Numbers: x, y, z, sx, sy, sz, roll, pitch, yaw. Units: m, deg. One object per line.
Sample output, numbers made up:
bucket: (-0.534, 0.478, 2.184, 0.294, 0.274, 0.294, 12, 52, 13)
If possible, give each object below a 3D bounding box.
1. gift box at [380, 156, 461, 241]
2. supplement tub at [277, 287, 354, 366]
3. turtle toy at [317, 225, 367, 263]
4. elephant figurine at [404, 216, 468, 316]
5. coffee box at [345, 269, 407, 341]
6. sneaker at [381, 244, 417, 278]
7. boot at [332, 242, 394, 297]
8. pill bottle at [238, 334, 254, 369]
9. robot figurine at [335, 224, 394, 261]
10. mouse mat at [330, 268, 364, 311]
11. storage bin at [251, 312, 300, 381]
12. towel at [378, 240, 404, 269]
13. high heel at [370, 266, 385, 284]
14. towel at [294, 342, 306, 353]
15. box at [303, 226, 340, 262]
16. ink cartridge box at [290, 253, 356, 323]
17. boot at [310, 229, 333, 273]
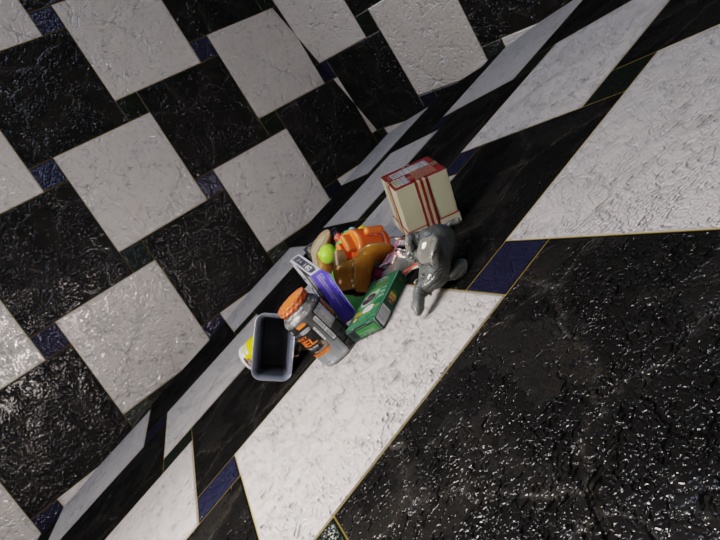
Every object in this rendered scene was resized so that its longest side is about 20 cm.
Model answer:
gift box: (0.159, -0.192, 1.520, 0.197, 0.189, 0.185, -23, 27, 2)
supplement tub: (-0.119, 0.148, 1.419, 0.122, 0.200, 0.123, -41, 14, 13)
turtle toy: (-0.054, -0.077, 1.835, 0.198, 0.148, 0.101, -25, 38, -34)
elephant figurine: (0.178, -0.012, 1.235, 0.139, 0.157, 0.201, -2, 31, -3)
coffee box: (0.046, 0.092, 1.427, 0.122, 0.044, 0.201, -31, 21, 42)
sneaker: (0.120, -0.036, 1.490, 0.199, 0.082, 0.077, -32, 19, 40)
boot: (0.017, 0.002, 1.560, 0.198, 0.146, 0.071, -9, -24, -9)
pill bottle: (-0.334, 0.259, 1.896, 0.200, 0.109, 0.110, -42, 15, 14)
robot figurine: (0.017, -0.080, 1.739, 0.197, 0.147, 0.116, -7, 14, -35)
mouse mat: (-0.048, 0.056, 1.666, 0.158, 0.008, 0.201, 0, 42, 24)
storage bin: (-0.260, 0.231, 1.663, 0.134, 0.143, 0.204, -170, 85, -84)
towel: (0.133, -0.068, 1.646, 0.147, 0.030, 0.199, -53, 16, -29)
high heel: (0.000, 0.000, 1.655, 0.096, 0.068, 0.199, -34, 43, -21)
towel: (-0.181, 0.220, 1.759, 0.199, 0.022, 0.147, -27, 25, 47)
box: (-0.114, -0.061, 2.040, 0.199, 0.161, 0.044, -28, 14, 51)
ink cartridge box: (-0.097, 0.058, 1.502, 0.043, 0.199, 0.199, -42, 33, -13)
boot: (-0.119, -0.036, 1.955, 0.070, 0.143, 0.204, 26, 92, 50)
